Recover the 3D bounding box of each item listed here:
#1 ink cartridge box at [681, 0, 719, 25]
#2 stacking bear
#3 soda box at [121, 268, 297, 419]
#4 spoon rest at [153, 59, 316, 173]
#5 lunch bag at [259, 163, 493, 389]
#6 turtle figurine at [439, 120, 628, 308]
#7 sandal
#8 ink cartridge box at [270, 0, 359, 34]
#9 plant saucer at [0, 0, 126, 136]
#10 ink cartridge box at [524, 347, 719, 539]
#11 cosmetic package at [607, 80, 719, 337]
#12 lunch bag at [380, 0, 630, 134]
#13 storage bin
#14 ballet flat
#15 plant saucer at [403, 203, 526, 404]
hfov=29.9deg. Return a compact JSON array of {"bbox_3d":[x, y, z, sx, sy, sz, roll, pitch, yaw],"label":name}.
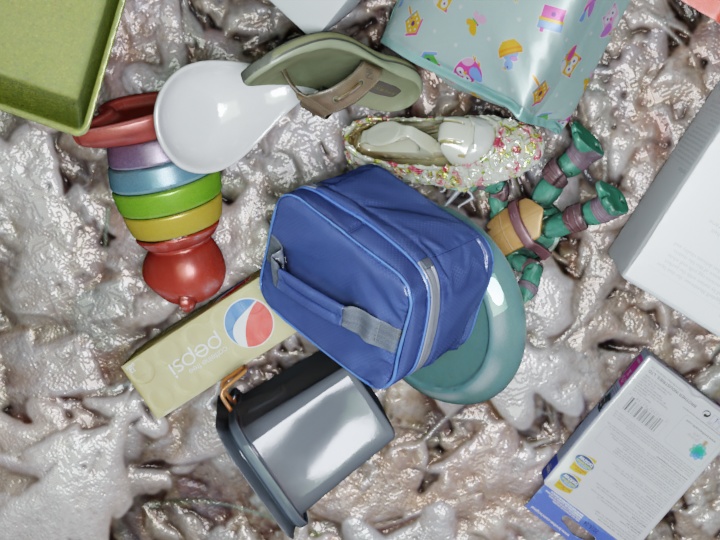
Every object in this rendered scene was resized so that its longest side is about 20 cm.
[{"bbox_3d":[0.402,-0.278,1.236,0.199,0.057,0.163,29,102,-7],"label":"ink cartridge box"},{"bbox_3d":[-0.184,-0.062,1.292,0.113,0.122,0.201,-8,110,12],"label":"stacking bear"},{"bbox_3d":[-0.134,0.063,1.332,0.200,0.064,0.068,-32,98,9],"label":"soda box"},{"bbox_3d":[-0.101,-0.159,1.229,0.200,0.061,0.100,-31,112,-30],"label":"spoon rest"},{"bbox_3d":[0.000,0.000,1.207,0.200,0.132,0.136,34,128,29],"label":"lunch bag"},{"bbox_3d":[0.149,-0.044,1.274,0.200,0.101,0.150,-35,79,28],"label":"turtle figurine"},{"bbox_3d":[-0.015,-0.164,1.199,0.080,0.200,0.058,-29,65,42],"label":"sandal"},{"bbox_3d":[-0.054,-0.334,1.192,0.200,0.145,0.145,43,115,-4],"label":"ink cartridge box"},{"bbox_3d":[-0.306,-0.245,1.219,0.199,0.048,0.201,19,97,4],"label":"plant saucer"},{"bbox_3d":[0.268,0.191,1.345,0.119,0.042,0.200,37,99,-4],"label":"ink cartridge box"},{"bbox_3d":[0.370,-0.037,1.249,0.199,0.123,0.200,31,101,-3],"label":"cosmetic package"},{"bbox_3d":[0.125,-0.242,1.222,0.200,0.122,0.171,34,106,32],"label":"lunch bag"},{"bbox_3d":[-0.054,0.139,1.286,0.134,0.200,0.146,-35,98,-1],"label":"storage bin"},{"bbox_3d":[0.068,-0.114,1.245,0.199,0.064,0.076,-2,67,28],"label":"ballet flat"},{"bbox_3d":[0.068,0.036,1.271,0.200,0.027,0.201,20,121,38],"label":"plant saucer"}]
